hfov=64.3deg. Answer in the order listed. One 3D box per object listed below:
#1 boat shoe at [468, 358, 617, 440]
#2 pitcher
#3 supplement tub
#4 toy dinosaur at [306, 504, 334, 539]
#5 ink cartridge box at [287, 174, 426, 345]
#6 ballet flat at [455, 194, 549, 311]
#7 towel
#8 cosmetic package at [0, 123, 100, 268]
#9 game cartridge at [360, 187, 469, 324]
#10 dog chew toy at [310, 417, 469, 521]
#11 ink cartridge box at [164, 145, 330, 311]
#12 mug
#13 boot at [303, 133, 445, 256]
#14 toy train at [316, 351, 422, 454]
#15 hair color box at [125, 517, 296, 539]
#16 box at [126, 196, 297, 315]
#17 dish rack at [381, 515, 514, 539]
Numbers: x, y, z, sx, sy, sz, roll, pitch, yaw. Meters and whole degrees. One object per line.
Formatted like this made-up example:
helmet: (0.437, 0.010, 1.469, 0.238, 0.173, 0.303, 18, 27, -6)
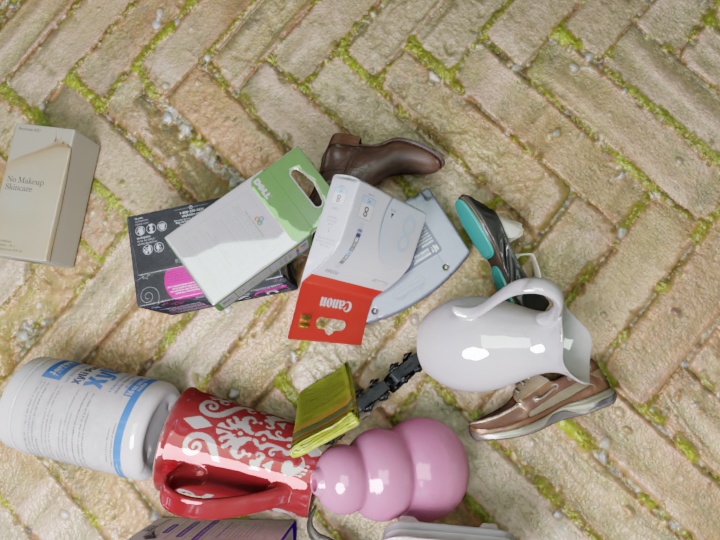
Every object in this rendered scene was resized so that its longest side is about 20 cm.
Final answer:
boat shoe: (0.232, 0.170, 0.756, 0.198, 0.076, 0.072, -17, 76, -6)
pitcher: (0.165, 0.074, 0.708, 0.199, 0.172, 0.122, -7, 43, 33)
supplement tub: (-0.360, 0.198, 0.778, 0.198, 0.132, 0.133, 11, 82, 7)
toy dinosaur: (-0.029, 0.406, 0.726, 0.102, 0.077, 0.202, -21, 56, 34)
ink cartridge box: (0.000, 0.000, 0.716, 0.047, 0.160, 0.202, 17, 91, 36)
ballet flat: (0.201, -0.022, 0.794, 0.068, 0.068, 0.201, -25, 89, -9)
towel: (-0.046, 0.168, 0.719, 0.086, 0.200, 0.018, -28, 98, 0)
cosmetic package: (-0.479, -0.111, 0.871, 0.103, 0.073, 0.202, 6, 83, 7)
game cartridge: (0.047, -0.011, 0.819, 0.199, 0.041, 0.134, -31, 76, 1)
dog chew toy: (0.034, 0.249, 0.706, 0.198, 0.124, 0.126, 3, 79, -27)
ink cartridge box: (-0.127, -0.052, 0.716, 0.199, 0.059, 0.104, -37, 83, -9)
mug: (-0.154, 0.259, 0.740, 0.198, 0.134, 0.178, 13, 44, 3)
boot: (0.007, -0.090, 0.799, 0.185, 0.064, 0.201, 10, 65, 21)
toy train: (0.008, 0.171, 0.750, 0.199, 0.046, 0.034, -32, 69, -33)
hair color box: (-0.192, 0.368, 0.744, 0.198, 0.109, 0.065, 0, 82, 6)
box: (-0.203, -0.023, 0.806, 0.198, 0.115, 0.133, -12, 79, 2)
dish rack: (0.095, 0.359, 0.693, 0.170, 0.201, 0.044, 5, 38, -2)
